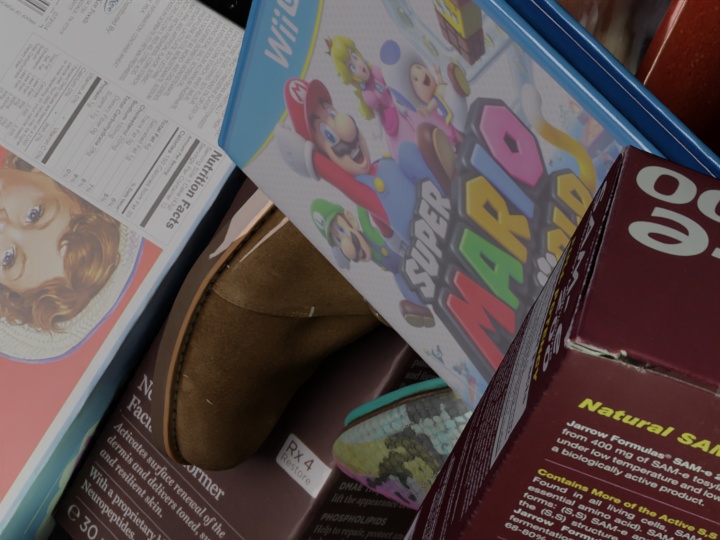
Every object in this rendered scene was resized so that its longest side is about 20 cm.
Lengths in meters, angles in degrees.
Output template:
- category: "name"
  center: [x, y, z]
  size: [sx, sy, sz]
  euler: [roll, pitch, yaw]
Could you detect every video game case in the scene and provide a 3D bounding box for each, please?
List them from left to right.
- category: "video game case"
  center: [0.041, -0.012, 0.746]
  size: [0.200, 0.018, 0.143]
  euler: [46, 149, 19]

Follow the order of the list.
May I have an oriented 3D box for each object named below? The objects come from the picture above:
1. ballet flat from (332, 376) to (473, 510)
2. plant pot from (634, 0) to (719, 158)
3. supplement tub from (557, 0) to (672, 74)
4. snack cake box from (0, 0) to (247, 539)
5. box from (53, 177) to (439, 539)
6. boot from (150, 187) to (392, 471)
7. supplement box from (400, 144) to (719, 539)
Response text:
- category: "ballet flat"
  center: [0.082, 0.052, 0.849]
  size: [0.200, 0.069, 0.071]
  euler: [-19, 67, 22]
- category: "plant pot"
  center: [0.219, -0.057, 0.721]
  size: [0.200, 0.176, 0.200]
  euler: [35, 106, 37]
- category: "supplement tub"
  center: [0.065, -0.099, 0.898]
  size: [0.200, 0.107, 0.107]
  euler: [33, 104, 38]
- category: "snack cake box"
  center: [-0.114, -0.012, 0.999]
  size: [0.115, 0.067, 0.200]
  euler: [32, 87, 11]
- category: "box"
  center: [-0.012, 0.037, 0.963]
  size: [0.100, 0.075, 0.200]
  euler: [41, 107, 36]
- category: "boot"
  center: [0.000, 0.000, 0.865]
  size: [0.075, 0.074, 0.200]
  euler: [41, 121, 15]
- category: "supplement box"
  center: [0.075, 0.065, 0.677]
  size: [0.200, 0.109, 0.061]
  euler: [116, 174, -54]
